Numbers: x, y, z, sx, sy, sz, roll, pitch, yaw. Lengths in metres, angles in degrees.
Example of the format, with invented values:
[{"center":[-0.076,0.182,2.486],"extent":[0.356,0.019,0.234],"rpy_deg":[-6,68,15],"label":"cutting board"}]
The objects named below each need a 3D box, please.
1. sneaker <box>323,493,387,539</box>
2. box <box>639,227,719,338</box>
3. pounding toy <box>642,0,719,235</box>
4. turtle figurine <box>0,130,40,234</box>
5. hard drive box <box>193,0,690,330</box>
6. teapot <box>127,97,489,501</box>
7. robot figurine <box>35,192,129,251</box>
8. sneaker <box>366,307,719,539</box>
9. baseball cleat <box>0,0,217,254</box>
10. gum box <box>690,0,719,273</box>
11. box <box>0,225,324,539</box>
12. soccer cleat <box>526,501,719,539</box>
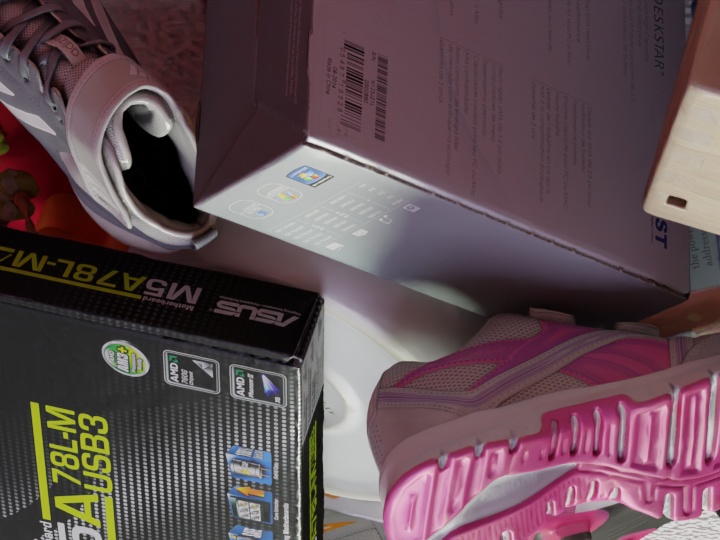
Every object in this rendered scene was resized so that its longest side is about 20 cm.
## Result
[{"center":[-0.053,0.133,1.226],"extent":[0.199,0.092,0.076],"rpy_deg":[8,167,-1],"label":"sneaker"},{"center":[0.188,-0.012,1.189],"extent":[0.199,0.107,0.152],"rpy_deg":[-12,153,8],"label":"box"},{"center":[0.222,-0.093,0.992],"extent":[0.183,0.201,0.142],"rpy_deg":[17,154,3],"label":"pounding toy"},{"center":[-0.185,0.016,1.213],"extent":[0.064,0.162,0.201],"rpy_deg":[-4,130,-16],"label":"turtle figurine"},{"center":[0.037,-0.075,1.043],"extent":[0.199,0.157,0.077],"rpy_deg":[21,149,-33],"label":"hard drive box"},{"center":[0.000,0.000,1.159],"extent":[0.197,0.146,0.200],"rpy_deg":[22,147,10],"label":"teapot"},{"center":[-0.074,0.028,1.289],"extent":[0.199,0.117,0.144],"rpy_deg":[21,169,-6],"label":"robot figurine"},{"center":[0.090,0.050,1.041],"extent":[0.199,0.088,0.082],"rpy_deg":[-9,131,-21],"label":"sneaker"},{"center":[-0.120,-0.092,1.023],"extent":[0.200,0.070,0.106],"rpy_deg":[48,168,-13],"label":"baseball cleat"},{"center":[0.228,-0.038,1.048],"extent":[0.169,0.201,0.045],"rpy_deg":[6,143,-8],"label":"gum box"},{"center":[-0.112,0.071,1.118],"extent":[0.192,0.048,0.200],"rpy_deg":[11,136,8],"label":"box"},{"center":[0.101,0.082,1.123],"extent":[0.199,0.087,0.070],"rpy_deg":[-19,148,1],"label":"soccer cleat"}]
